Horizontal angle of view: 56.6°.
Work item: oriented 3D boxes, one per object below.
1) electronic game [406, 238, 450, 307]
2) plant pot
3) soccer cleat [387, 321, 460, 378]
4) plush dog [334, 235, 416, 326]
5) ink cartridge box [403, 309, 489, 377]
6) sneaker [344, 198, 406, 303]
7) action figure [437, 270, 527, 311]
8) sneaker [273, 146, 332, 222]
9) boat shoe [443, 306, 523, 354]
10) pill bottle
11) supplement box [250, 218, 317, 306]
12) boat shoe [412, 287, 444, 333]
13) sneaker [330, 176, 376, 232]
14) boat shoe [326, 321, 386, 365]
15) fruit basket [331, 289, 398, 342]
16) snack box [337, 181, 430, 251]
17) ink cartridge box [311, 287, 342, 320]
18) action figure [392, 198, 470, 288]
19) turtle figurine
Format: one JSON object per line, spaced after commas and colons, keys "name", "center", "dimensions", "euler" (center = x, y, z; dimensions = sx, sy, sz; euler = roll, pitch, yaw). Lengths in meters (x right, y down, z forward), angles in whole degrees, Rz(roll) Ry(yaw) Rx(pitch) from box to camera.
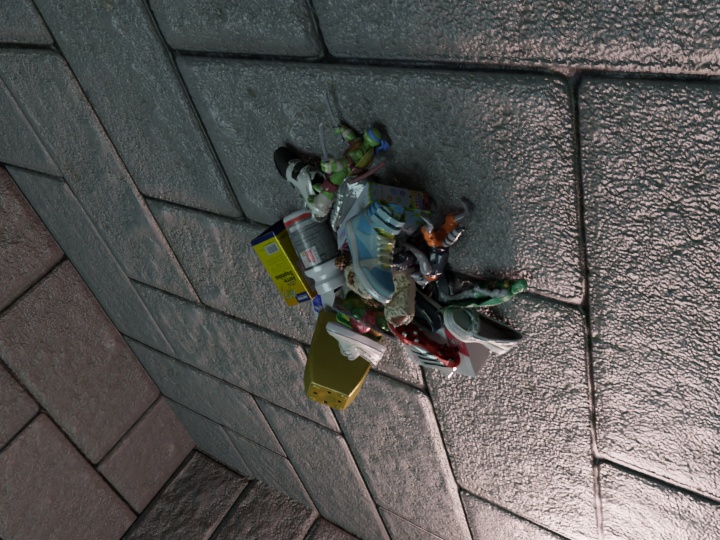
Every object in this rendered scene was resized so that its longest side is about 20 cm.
{"name": "electronic game", "center": [0.127, 0.018, 1.559], "dimensions": [0.197, 0.041, 0.204], "euler": [28, 136, 30]}
{"name": "plant pot", "center": [-0.065, 0.269, 1.879], "dimensions": [0.190, 0.203, 0.197], "euler": [19, 146, -1]}
{"name": "soccer cleat", "center": [0.144, 0.180, 1.568], "dimensions": [0.197, 0.069, 0.086], "euler": [30, 137, 15]}
{"name": "plush dog", "center": [0.035, 0.007, 1.473], "dimensions": [0.169, 0.162, 0.201], "euler": [-2, 137, 37]}
{"name": "ink cartridge box", "center": [0.199, 0.164, 1.627], "dimensions": [0.197, 0.086, 0.150], "euler": [9, 134, 43]}
{"name": "sneaker", "center": [0.045, -0.051, 1.275], "dimensions": [0.130, 0.078, 0.203], "euler": [-40, 56, 31]}
{"name": "action figure", "center": [0.266, 0.041, 1.416], "dimensions": [0.197, 0.118, 0.056], "euler": [-10, 112, 41]}
{"name": "sneaker", "center": [-0.120, -0.216, 1.511], "dimensions": [0.201, 0.073, 0.089], "euler": [53, 139, 12]}
{"name": "boat shoe", "center": [0.271, 0.126, 1.485], "dimensions": [0.199, 0.076, 0.065], "euler": [26, 141, -23]}
{"name": "pill bottle", "center": [-0.099, -0.054, 1.602], "dimensions": [0.115, 0.115, 0.204], "euler": [-17, 97, 53]}
{"name": "supplement box", "center": [-0.174, -0.027, 1.734], "dimensions": [0.108, 0.109, 0.203], "euler": [-17, 107, 45]}
{"name": "boat shoe", "center": [0.107, 0.077, 1.539], "dimensions": [0.199, 0.062, 0.076], "euler": [37, 140, 20]}
{"name": "sneaker", "center": [-0.002, -0.134, 1.498], "dimensions": [0.114, 0.075, 0.202], "euler": [29, 145, 13]}
{"name": "boat shoe", "center": [-0.018, 0.189, 1.671], "dimensions": [0.198, 0.071, 0.070], "euler": [30, 175, -42]}
{"name": "fruit basket", "center": [0.014, 0.114, 1.682], "dimensions": [0.182, 0.095, 0.200], "euler": [27, 180, -2]}
{"name": "snack box", "center": [0.045, -0.103, 1.431], "dimensions": [0.139, 0.054, 0.200], "euler": [6, 151, -21]}
{"name": "ink cartridge box", "center": [-0.095, 0.083, 1.885], "dimensions": [0.098, 0.039, 0.203], "euler": [24, 145, 25]}
{"name": "action figure", "center": [0.136, -0.037, 1.350], "dimensions": [0.104, 0.198, 0.196], "euler": [40, 141, 23]}
{"name": "turtle figurine", "center": [-0.060, -0.234, 1.355], "dimensions": [0.195, 0.196, 0.146], "euler": [-54, 42, 30]}
